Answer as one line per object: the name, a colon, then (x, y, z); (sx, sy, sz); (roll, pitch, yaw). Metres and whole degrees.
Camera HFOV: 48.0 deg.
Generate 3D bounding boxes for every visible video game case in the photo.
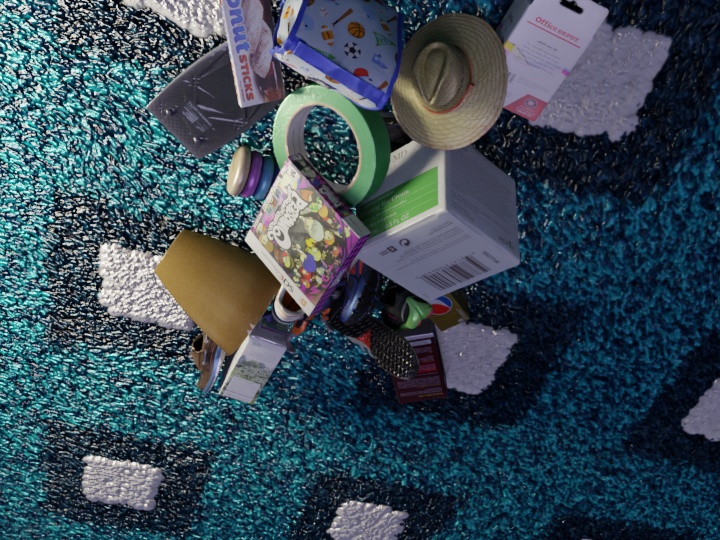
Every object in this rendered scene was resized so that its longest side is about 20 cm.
video game case: (-0.091, -0.055, 1.312); (0.182, 0.036, 0.201); (48, 131, 15)

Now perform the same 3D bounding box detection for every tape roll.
tape roll: (-0.048, -0.196, 1.278); (0.198, 0.048, 0.203); (15, 120, 29)

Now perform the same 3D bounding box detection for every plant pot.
plant pot: (-0.266, 0.021, 1.472); (0.199, 0.187, 0.187); (35, 124, -9)

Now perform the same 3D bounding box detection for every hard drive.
hard drive: (-0.226, -0.276, 1.282); (0.199, 0.043, 0.135); (-30, 125, 23)

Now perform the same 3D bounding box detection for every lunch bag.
lunch bag: (-0.033, -0.321, 1.138); (0.169, 0.201, 0.124); (26, 127, -22)

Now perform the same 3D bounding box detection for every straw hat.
straw hat: (0.115, -0.282, 1.175); (0.198, 0.085, 0.204); (1, 91, 23)

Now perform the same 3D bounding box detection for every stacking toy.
stacking toy: (-0.123, -0.147, 1.380); (0.197, 0.086, 0.086); (14, 131, -21)

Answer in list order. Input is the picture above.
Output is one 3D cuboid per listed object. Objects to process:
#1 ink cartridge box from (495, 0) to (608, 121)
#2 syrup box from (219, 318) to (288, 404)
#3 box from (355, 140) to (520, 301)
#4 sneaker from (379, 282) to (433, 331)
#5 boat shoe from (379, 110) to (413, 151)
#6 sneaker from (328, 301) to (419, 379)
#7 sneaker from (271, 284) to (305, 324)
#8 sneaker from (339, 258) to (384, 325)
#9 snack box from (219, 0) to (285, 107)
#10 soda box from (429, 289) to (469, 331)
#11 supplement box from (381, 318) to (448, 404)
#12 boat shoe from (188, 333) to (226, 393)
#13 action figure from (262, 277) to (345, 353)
ink cartridge box: (0.264, -0.338, 1.209); (0.115, 0.068, 0.201); (20, 130, -17)
syrup box: (-0.218, 0.177, 1.653); (0.078, 0.082, 0.201); (19, 128, -16)
box: (0.124, -0.088, 1.317); (0.198, 0.173, 0.199); (-24, 138, 37)
sneaker: (0.076, 0.060, 1.466); (0.076, 0.200, 0.084); (-37, 91, -15)
boat shoe: (0.090, -0.222, 1.318); (0.197, 0.057, 0.069); (-1, 132, 1)
sneaker: (0.033, 0.127, 1.508); (0.199, 0.093, 0.071); (35, 94, 14)
sneaker: (-0.085, 0.005, 1.431); (0.078, 0.202, 0.079); (30, 168, -9)
sneaker: (0.000, 0.000, 1.457); (0.078, 0.203, 0.075); (15, 176, 32)
snack box: (-0.162, -0.347, 1.193); (0.071, 0.024, 0.202); (-15, 119, -13)
soda box: (0.129, 0.024, 1.528); (0.067, 0.064, 0.200); (-26, 126, 22)
supplement box: (0.114, 0.185, 1.671); (0.107, 0.061, 0.202); (-8, 130, 8)
boat shoe: (-0.311, 0.164, 1.657); (0.071, 0.073, 0.202); (19, 119, -10)
action figure: (-0.115, 0.059, 1.534); (0.198, 0.105, 0.195); (-15, 132, -29)
